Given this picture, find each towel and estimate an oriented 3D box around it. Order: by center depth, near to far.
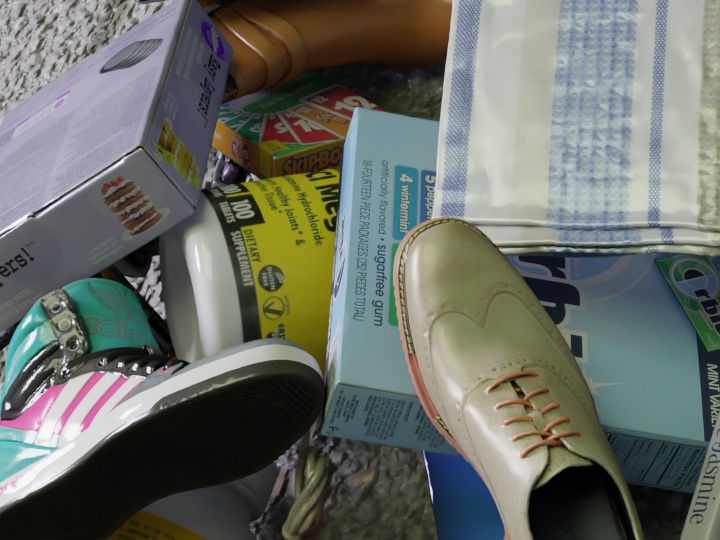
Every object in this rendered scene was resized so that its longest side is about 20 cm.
[{"bbox_3d":[0.130,-0.071,0.778,0.198,0.024,0.148,-1,67,15],"label":"towel"}]

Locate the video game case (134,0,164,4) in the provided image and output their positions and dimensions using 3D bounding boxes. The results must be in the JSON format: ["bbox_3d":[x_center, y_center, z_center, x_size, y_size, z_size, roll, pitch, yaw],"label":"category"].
[{"bbox_3d":[-0.056,-0.209,1.087,0.198,0.036,0.181,-12,17,-10],"label":"video game case"}]

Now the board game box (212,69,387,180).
[{"bbox_3d":[-0.068,-0.108,1.092,0.095,0.030,0.200,-18,31,-30],"label":"board game box"}]

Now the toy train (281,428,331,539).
[{"bbox_3d":[0.001,0.172,0.793,0.115,0.202,0.084,22,26,38],"label":"toy train"}]

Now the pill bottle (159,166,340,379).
[{"bbox_3d":[0.000,0.000,0.919,0.198,0.113,0.113,-11,46,-18],"label":"pill bottle"}]

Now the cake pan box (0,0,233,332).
[{"bbox_3d":[-0.167,-0.048,0.940,0.199,0.052,0.185,-30,25,19],"label":"cake pan box"}]

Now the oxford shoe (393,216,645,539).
[{"bbox_3d":[0.074,0.064,0.718,0.070,0.074,0.201,-25,82,-11],"label":"oxford shoe"}]

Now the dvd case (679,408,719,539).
[{"bbox_3d":[0.190,0.115,0.756,0.017,0.143,0.201,-2,56,44],"label":"dvd case"}]

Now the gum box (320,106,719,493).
[{"bbox_3d":[0.086,0.012,0.827,0.198,0.045,0.171,10,50,-7],"label":"gum box"}]

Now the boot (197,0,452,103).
[{"bbox_3d":[-0.033,-0.145,1.049,0.198,0.077,0.155,14,28,26],"label":"boot"}]

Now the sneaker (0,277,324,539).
[{"bbox_3d":[-0.104,0.051,0.829,0.199,0.083,0.122,-27,49,24],"label":"sneaker"}]

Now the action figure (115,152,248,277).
[{"bbox_3d":[-0.087,-0.028,1.052,0.198,0.070,0.130,16,48,27],"label":"action figure"}]

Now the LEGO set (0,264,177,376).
[{"bbox_3d":[-0.168,0.082,0.970,0.199,0.155,0.116,-31,31,-3],"label":"LEGO set"}]

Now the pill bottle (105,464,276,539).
[{"bbox_3d":[-0.117,0.178,0.891,0.111,0.113,0.202,7,62,32],"label":"pill bottle"}]

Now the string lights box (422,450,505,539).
[{"bbox_3d":[0.080,0.145,0.821,0.058,0.103,0.201,-20,50,13],"label":"string lights box"}]
